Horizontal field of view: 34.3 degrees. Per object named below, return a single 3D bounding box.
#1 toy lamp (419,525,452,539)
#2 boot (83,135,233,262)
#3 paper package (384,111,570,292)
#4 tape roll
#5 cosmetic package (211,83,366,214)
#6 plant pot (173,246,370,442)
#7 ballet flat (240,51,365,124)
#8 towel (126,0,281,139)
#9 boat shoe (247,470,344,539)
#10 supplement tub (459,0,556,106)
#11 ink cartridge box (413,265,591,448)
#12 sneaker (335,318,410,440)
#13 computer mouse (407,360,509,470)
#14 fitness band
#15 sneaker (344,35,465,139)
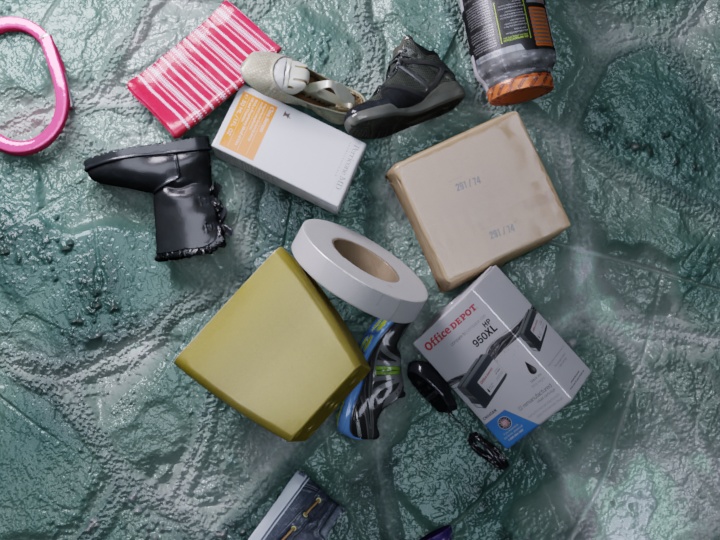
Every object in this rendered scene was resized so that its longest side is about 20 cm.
[{"bbox_3d":[0.148,0.455,1.612,0.057,0.058,0.203,-25,87,-5],"label":"toy lamp"},{"bbox_3d":[-0.282,-0.094,1.642,0.194,0.073,0.166,-9,91,-1],"label":"boot"},{"bbox_3d":[0.164,-0.096,1.644,0.197,0.103,0.193,-25,87,-6],"label":"paper package"},{"bbox_3d":[0.000,0.000,1.579,0.201,0.203,0.037,32,107,0],"label":"tape roll"},{"bbox_3d":[-0.101,-0.171,1.654,0.197,0.071,0.103,25,83,-1],"label":"cosmetic package"},{"bbox_3d":[-0.097,0.115,1.542,0.176,0.200,0.200,43,89,11],"label":"plant pot"},{"bbox_3d":[-0.074,-0.261,1.622,0.198,0.062,0.069,17,70,-39],"label":"ballet flat"},{"bbox_3d":[-0.224,-0.286,1.650,0.199,0.023,0.145,-41,56,-6],"label":"towel"},{"bbox_3d":[-0.108,0.382,1.598,0.090,0.071,0.201,35,82,5],"label":"boat shoe"},{"bbox_3d":[0.209,-0.346,1.661,0.120,0.123,0.204,-10,84,-4],"label":"supplement tub"},{"bbox_3d":[0.191,0.119,1.598,0.200,0.084,0.145,48,129,3],"label":"ink cartridge box"},{"bbox_3d":[0.031,0.142,1.637,0.082,0.071,0.203,22,86,-11],"label":"sneaker"},{"bbox_3d":[0.141,0.199,1.639,0.034,0.059,0.200,-42,89,-23],"label":"computer mouse"},{"bbox_3d":[-0.490,-0.264,1.662,0.141,0.037,0.203,-17,84,-4],"label":"fitness band"},{"bbox_3d":[0.045,-0.259,1.654,0.197,0.076,0.115,-24,78,-25],"label":"sneaker"}]
